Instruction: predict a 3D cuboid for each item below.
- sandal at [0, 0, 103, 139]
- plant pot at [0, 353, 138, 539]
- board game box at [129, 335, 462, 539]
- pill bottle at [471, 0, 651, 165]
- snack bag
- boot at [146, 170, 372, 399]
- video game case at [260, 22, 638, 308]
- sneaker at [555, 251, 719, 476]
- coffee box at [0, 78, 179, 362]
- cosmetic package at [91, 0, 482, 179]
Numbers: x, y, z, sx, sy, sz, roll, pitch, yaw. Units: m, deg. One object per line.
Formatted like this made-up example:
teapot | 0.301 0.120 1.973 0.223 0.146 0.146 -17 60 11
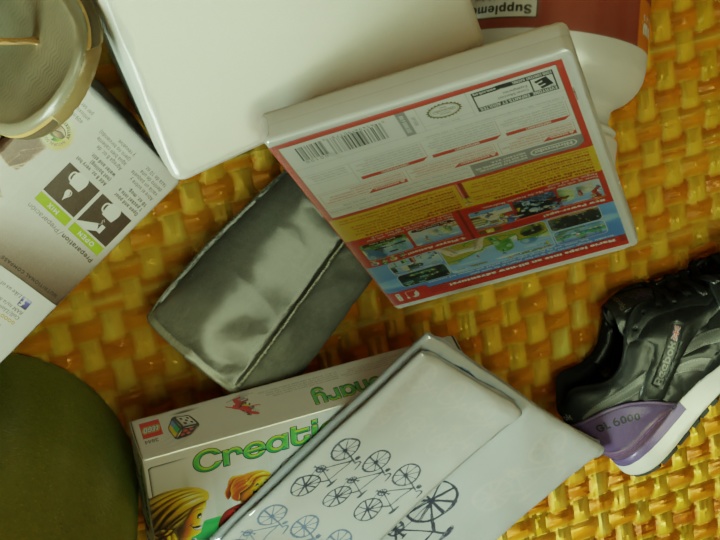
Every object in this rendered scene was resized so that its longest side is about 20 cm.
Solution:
sandal | -0.197 -0.125 0.638 0.054 0.199 0.081 -3 125 -56
plant pot | -0.195 0.166 0.720 0.184 0.200 0.190 -5 109 -16
board game box | -0.033 0.116 0.818 0.197 0.035 0.127 -14 135 -15
pill bottle | 0.101 -0.151 0.734 0.111 0.112 0.203 5 87 -19
snack bag | 0.033 0.138 0.831 0.188 0.022 0.199 -44 134 14
boot | 0.000 0.000 0.801 0.181 0.073 0.201 34 89 -11
video game case | 0.053 -0.042 0.673 0.141 0.018 0.200 -15 152 13
sneaker | 0.205 0.032 0.877 0.087 0.076 0.201 36 94 -18
coffee box | -0.199 -0.017 0.706 0.200 0.113 0.080 -45 119 0
cosmetic package | -0.065 -0.180 0.670 0.163 0.165 0.202 -24 112 -8
